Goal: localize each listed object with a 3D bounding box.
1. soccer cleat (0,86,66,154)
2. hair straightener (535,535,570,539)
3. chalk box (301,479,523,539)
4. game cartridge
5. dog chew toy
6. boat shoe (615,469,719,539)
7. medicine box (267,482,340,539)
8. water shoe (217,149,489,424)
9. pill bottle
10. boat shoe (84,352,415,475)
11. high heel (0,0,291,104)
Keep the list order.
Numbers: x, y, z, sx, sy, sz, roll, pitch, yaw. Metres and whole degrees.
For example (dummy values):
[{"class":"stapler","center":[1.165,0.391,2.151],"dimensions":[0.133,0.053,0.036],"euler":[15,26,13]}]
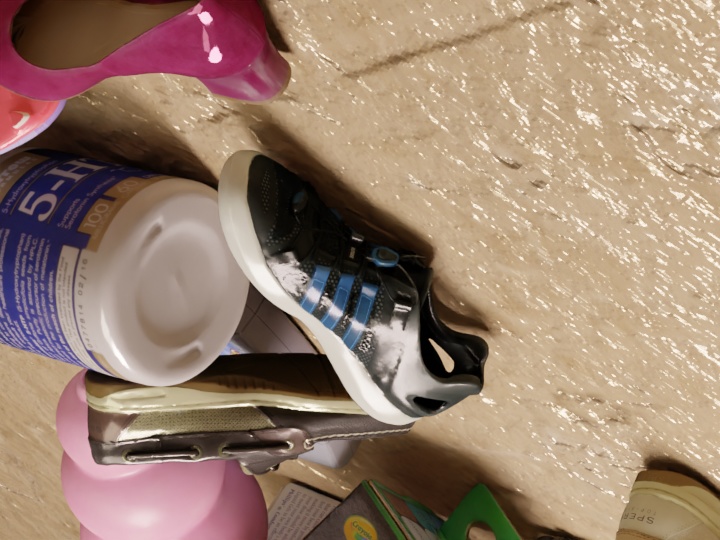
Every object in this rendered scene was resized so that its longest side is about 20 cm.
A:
[{"class":"soccer cleat","center":[-0.242,-0.080,1.641],"dimensions":[0.200,0.067,0.076],"euler":[-22,170,26]},{"class":"hair straightener","center":[0.176,0.218,1.758],"dimensions":[0.200,0.041,0.077],"euler":[20,155,36]},{"class":"chalk box","center":[0.026,0.223,1.790],"dimensions":[0.124,0.200,0.125],"euler":[34,-163,-49]},{"class":"game cartridge","center":[-0.083,0.051,1.780],"dimensions":[0.133,0.042,0.200],"euler":[18,154,42]},{"class":"dog chew toy","center":[-0.135,0.134,1.830],"dimensions":[0.124,0.125,0.200],"euler":[17,145,34]},{"class":"boat shoe","center":[0.216,0.195,1.629],"dimensions":[0.200,0.066,0.074],"euler":[41,157,-19]},{"class":"medicine box","center":[0.028,0.261,1.975],"dimensions":[0.200,0.103,0.182],"euler":[19,154,30]},{"class":"water shoe","center":[0.000,0.000,1.545],"dimensions":[0.079,0.072,0.200],"euler":[-18,129,28]},{"class":"pill bottle","center":[-0.173,-0.009,1.665],"dimensions":[0.200,0.120,0.120],"euler":[13,151,40]},{"class":"boat shoe","center":[-0.064,0.087,1.679],"dimensions":[0.199,0.065,0.073],"euler":[3,-162,-8]},{"class":"high heel","center":[-0.136,-0.126,1.426],"dimensions":[0.200,0.067,0.096],"euler":[15,162,27]}]
